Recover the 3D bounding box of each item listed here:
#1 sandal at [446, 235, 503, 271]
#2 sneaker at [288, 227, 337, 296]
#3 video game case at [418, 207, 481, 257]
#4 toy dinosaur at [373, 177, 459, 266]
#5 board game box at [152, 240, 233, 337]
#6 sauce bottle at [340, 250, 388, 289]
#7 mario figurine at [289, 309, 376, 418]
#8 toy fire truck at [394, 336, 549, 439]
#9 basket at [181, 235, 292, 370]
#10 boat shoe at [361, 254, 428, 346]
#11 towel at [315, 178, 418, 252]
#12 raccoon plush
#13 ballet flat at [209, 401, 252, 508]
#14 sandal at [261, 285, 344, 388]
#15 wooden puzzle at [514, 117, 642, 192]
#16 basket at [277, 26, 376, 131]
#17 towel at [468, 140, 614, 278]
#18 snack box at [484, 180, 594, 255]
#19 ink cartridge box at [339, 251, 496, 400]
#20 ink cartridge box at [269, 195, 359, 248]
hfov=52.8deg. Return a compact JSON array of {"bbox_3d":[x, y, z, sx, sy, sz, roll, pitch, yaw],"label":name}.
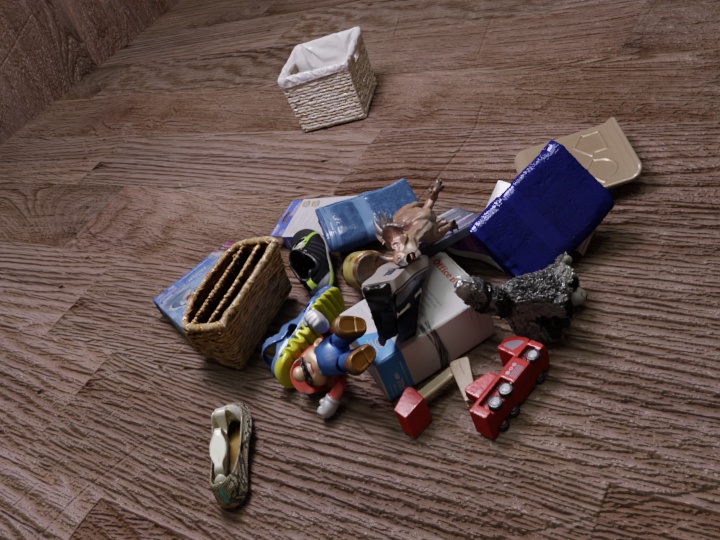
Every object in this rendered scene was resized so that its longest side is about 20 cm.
[{"bbox_3d":[0.214,-0.057,1.240,0.082,0.051,0.201,-40,37,-21],"label":"sandal"},{"bbox_3d":[-0.097,-0.028,1.339,0.072,0.082,0.201,-43,40,11],"label":"sneaker"},{"bbox_3d":[0.132,-0.064,1.258,0.140,0.019,0.200,-28,12,-3],"label":"video game case"},{"bbox_3d":[0.075,-0.068,1.127,0.133,0.087,0.200,-29,3,-3],"label":"toy dinosaur"},{"bbox_3d":[-0.282,0.044,1.418,0.199,0.044,0.197,-41,40,-19],"label":"board game box"},{"bbox_3d":[0.000,0.000,1.226,0.065,0.067,0.200,-33,7,-11],"label":"sauce bottle"},{"bbox_3d":[-0.057,0.139,1.072,0.200,0.104,0.126,-43,30,57],"label":"mario figurine"},{"bbox_3d":[0.156,0.162,1.010,0.139,0.049,0.200,20,56,45],"label":"toy fire truck"},{"bbox_3d":[-0.228,0.038,1.260,0.140,0.151,0.203,19,60,20],"label":"basket"},{"bbox_3d":[0.059,0.041,1.062,0.073,0.095,0.199,-10,10,26],"label":"boat shoe"},{"bbox_3d":[0.019,-0.102,1.371,0.195,0.049,0.113,-17,48,-10],"label":"towel"},{"bbox_3d":[0.238,0.011,1.050,0.097,0.197,0.136,-50,14,41],"label":"raccoon plush"},{"bbox_3d":[-0.199,0.254,1.086,0.066,0.076,0.202,-20,36,7],"label":"ballet flat"},{"bbox_3d":[-0.100,0.100,1.217,0.086,0.081,0.201,8,46,41],"label":"sandal"},{"bbox_3d":[0.384,-0.179,1.297,0.195,0.047,0.188,-21,36,15],"label":"wooden puzzle"},{"bbox_3d":[-0.079,-0.479,1.835,0.195,0.163,0.201,-8,39,20],"label":"basket"},{"bbox_3d":[0.283,-0.083,1.140,0.200,0.148,0.050,-46,-2,2],"label":"towel"},{"bbox_3d":[0.299,-0.091,1.217,0.198,0.024,0.073,26,89,42],"label":"snack box"},{"bbox_3d":[0.086,0.081,1.118,0.197,0.087,0.147,-30,36,-8],"label":"ink cartridge box"},{"bbox_3d":[-0.077,-0.097,1.471,0.195,0.043,0.121,1,45,28],"label":"ink cartridge box"}]
